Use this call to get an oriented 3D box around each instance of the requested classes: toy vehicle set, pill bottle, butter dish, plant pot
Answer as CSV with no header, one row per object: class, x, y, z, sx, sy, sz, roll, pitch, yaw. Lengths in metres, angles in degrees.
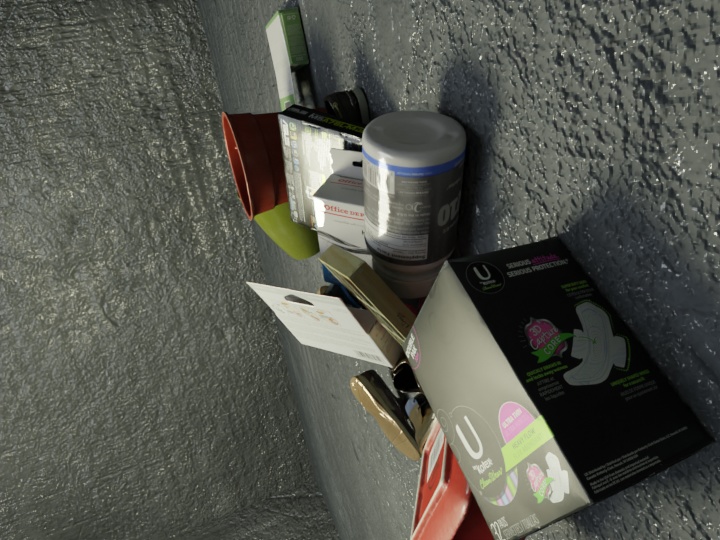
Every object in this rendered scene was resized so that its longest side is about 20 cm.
toy vehicle set,0.037,0.054,0.648,0.200,0.027,0.124,47,173,-21
pill bottle,0.060,-0.071,0.610,0.114,0.113,0.201,-124,23,-45
butter dish,0.148,0.236,0.576,0.200,0.147,0.201,-70,-6,-54
plant pot,-0.158,-0.132,1.210,0.187,0.186,0.201,50,166,54
plant pot,-0.142,-0.219,0.990,0.201,0.194,0.202,163,90,-74

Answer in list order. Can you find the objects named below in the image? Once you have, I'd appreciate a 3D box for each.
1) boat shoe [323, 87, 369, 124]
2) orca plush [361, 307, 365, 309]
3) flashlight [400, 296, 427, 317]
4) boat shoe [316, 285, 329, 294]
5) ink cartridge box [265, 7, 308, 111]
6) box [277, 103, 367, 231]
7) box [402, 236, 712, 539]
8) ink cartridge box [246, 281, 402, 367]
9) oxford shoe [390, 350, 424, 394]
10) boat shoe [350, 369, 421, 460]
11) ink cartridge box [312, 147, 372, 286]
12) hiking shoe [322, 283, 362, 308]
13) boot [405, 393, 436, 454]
boat shoe,-0.015,-0.185,0.839,0.072,0.060,0.202,-142,39,-63
orca plush,-0.010,0.083,0.995,0.071,0.105,0.200,56,174,-6
flashlight,0.089,0.058,0.729,0.068,0.068,0.200,39,171,-11
boat shoe,-0.049,0.098,1.225,0.200,0.073,0.069,58,146,40
ink cartridge box,-0.145,-0.417,1.073,0.145,0.048,0.201,-147,43,-66
box,-0.033,-0.137,0.805,0.192,0.048,0.201,20,136,23
box,0.144,0.099,0.446,0.149,0.124,0.201,109,143,-51
ink cartridge box,-0.054,0.067,0.787,0.199,0.044,0.174,7,143,39
oxford shoe,0.076,0.144,0.803,0.073,0.084,0.200,62,168,-5
boat shoe,0.063,0.277,1.021,0.200,0.065,0.072,46,145,21
ink cartridge box,0.000,-0.066,0.750,0.115,0.068,0.201,12,133,20
hiking shoe,0.000,0.000,0.895,0.074,0.086,0.201,43,-140,-29
boot,0.105,0.222,0.810,0.201,0.074,0.097,92,153,-52
